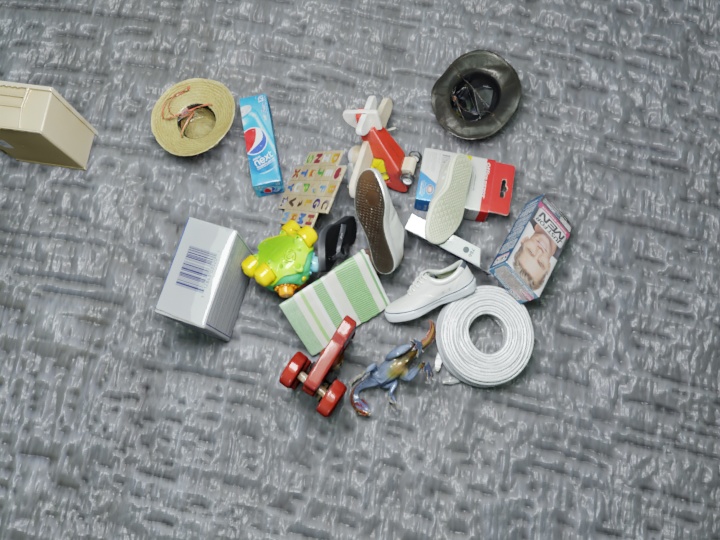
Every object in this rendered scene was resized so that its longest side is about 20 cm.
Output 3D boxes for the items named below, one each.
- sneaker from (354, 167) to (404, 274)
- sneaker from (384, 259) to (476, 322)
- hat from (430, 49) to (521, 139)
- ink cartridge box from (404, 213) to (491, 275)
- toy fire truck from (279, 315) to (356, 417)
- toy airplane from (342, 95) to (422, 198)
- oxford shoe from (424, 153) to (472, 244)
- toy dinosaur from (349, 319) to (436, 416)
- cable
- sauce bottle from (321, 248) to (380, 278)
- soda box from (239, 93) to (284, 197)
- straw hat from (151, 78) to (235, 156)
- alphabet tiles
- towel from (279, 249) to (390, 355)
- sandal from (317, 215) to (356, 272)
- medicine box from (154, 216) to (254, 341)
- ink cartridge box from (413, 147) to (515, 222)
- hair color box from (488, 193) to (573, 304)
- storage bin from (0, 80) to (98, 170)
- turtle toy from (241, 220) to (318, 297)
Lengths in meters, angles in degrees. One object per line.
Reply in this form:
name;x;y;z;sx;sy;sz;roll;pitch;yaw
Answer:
sneaker;0.042;-0.103;1.182;0.071;0.084;0.206;-3;107;30
sneaker;0.131;0.037;1.204;0.196;0.073;0.072;-25;109;10
hat;0.251;-0.367;1.312;0.194;0.081;0.207;-2;78;9
ink cartridge box;0.184;-0.053;1.228;0.196;0.099;0.040;29;92;6
toy fire truck;-0.058;0.171;1.131;0.111;0.200;0.170;34;80;7
toy airplane;0.021;-0.253;1.238;0.139;0.197;0.206;-8;96;41
oxford shoe;0.168;-0.138;1.192;0.074;0.057;0.205;31;66;-25
toy dinosaur;0.061;0.211;1.186;0.179;0.199;0.107;-30;93;37
cable;0.247;0.128;1.203;0.193;0.069;0.207;2;77;2
sauce bottle;0.000;0.000;1.240;0.197;0.065;0.066;-33;79;-9
soda box;-0.213;-0.270;1.302;0.062;0.068;0.206;-11;77;-2
straw hat;-0.347;-0.313;1.306;0.194;0.085;0.207;-4;67;9
alphabet tiles;-0.102;-0.168;1.232;0.006;0.198;0.170;28;80;-36
towel;-0.046;0.067;1.199;0.197;0.155;0.023;-33;35;-7
sandal;-0.039;-0.061;1.192;0.042;0.201;0.078;3;117;18
medicine box;-0.291;0.023;1.168;0.100;0.200;0.187;16;77;4
ink cartridge box;0.218;-0.177;1.273;0.194;0.067;0.120;12;77;4
hair color box;0.343;-0.045;1.200;0.100;0.060;0.202;42;60;-11
storage bin;-0.690;-0.299;1.250;0.192;0.200;0.097;8;79;3
turtle toy;-0.151;-0.015;1.180;0.145;0.199;0.102;-42;118;-15
